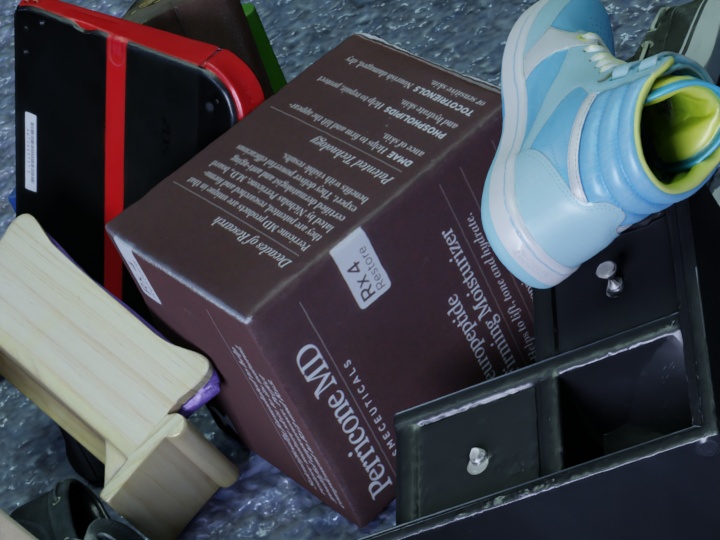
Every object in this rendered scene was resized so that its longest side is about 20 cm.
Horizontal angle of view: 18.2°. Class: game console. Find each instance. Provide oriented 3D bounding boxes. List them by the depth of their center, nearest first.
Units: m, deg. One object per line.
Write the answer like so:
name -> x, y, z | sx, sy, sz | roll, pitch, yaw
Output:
game console -> -0.138, -0.056, 1.380 | 0.176, 0.201, 0.031 | 20, 32, 27

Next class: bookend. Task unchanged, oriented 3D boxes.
bookend -> 0.103, 0.065, 1.160 | 0.198, 0.092, 0.201 | -20, 41, 22

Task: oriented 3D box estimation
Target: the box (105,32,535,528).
box -> 0.000, 0.000, 1.279 | 0.200, 0.166, 0.164 | -40, 37, -17

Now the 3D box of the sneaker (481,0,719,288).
sneaker -> 0.137, -0.089, 1.155 | 0.130, 0.079, 0.201 | -29, 36, 36

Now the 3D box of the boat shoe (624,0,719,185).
boat shoe -> 0.187, -0.101, 1.375 | 0.063, 0.071, 0.200 | -3, 34, 29

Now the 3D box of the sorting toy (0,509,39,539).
sorting toy -> -0.235, 0.214, 1.226 | 0.200, 0.036, 0.186 | 24, 85, 51

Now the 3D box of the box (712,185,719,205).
box -> 0.274, -0.010, 1.222 | 0.156, 0.041, 0.200 | -43, 37, -19

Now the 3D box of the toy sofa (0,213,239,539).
toy sofa -> -0.158, 0.062, 1.318 | 0.200, 0.083, 0.098 | 36, 79, 32

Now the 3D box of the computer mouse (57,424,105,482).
computer mouse -> -0.196, 0.070, 1.423 | 0.140, 0.046, 0.200 | -24, 35, 2

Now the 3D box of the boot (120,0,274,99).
boot -> -0.047, -0.107, 1.407 | 0.186, 0.201, 0.064 | -30, 7, -17

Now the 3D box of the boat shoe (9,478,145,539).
boat shoe -> -0.140, 0.171, 1.236 | 0.062, 0.075, 0.200 | -45, 32, -5

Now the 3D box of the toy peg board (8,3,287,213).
toy peg board -> -0.143, -0.091, 1.530 | 0.198, 0.098, 0.200 | -7, 33, 26
